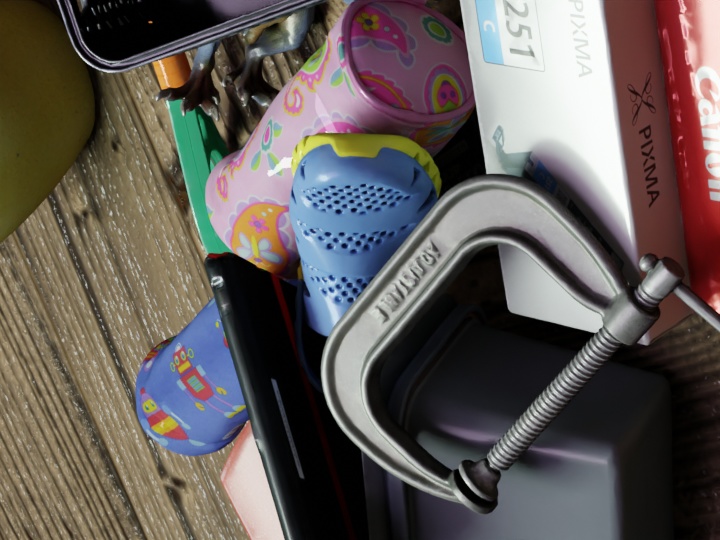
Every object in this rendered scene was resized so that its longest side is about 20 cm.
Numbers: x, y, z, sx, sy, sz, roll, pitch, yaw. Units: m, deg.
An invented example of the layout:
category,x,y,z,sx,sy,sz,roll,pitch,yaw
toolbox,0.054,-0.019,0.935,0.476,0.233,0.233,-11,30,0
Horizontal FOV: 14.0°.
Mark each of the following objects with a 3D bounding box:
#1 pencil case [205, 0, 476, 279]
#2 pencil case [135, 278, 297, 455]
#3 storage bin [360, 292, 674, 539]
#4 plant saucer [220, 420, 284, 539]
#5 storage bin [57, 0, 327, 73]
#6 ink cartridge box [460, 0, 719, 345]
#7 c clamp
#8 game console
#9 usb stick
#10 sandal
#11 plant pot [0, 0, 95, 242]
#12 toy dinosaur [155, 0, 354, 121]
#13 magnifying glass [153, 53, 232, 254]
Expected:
category,x,y,z,sx,sy,sz,roll,pitch,yaw
pencil case,-0.010,-0.072,1.550,0.087,0.087,0.200,58,145,11
pencil case,-0.069,0.048,1.770,0.078,0.087,0.200,60,148,6
storage bin,0.094,0.124,1.544,0.134,0.146,0.200,11,123,23
plant saucer,-0.030,0.187,1.768,0.200,0.037,0.200,63,178,4
storage bin,-0.058,-0.193,1.471,0.200,0.094,0.135,-18,95,21
ink cartridge box,0.134,-0.062,1.387,0.176,0.045,0.200,12,122,43
c clamp,0.077,0.046,1.420,0.171,0.027,0.200,48,119,3
game console,-0.031,0.095,1.559,0.177,0.031,0.200,28,-137,-73
usb stick,0.059,-0.056,1.549,0.055,0.033,0.200,59,149,2
sandal,0.000,0.000,1.506,0.200,0.079,0.087,86,-172,-59
plant pot,-0.257,-0.104,1.896,0.200,0.142,0.200,37,140,40
toy dinosaur,-0.056,-0.170,1.600,0.200,0.105,0.182,49,129,45
magnifying glass,-0.101,-0.089,1.729,0.080,0.022,0.200,-83,-21,-63
